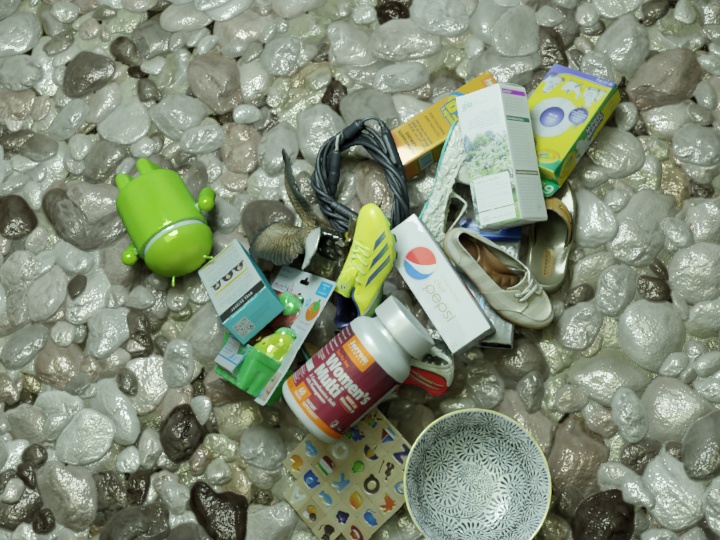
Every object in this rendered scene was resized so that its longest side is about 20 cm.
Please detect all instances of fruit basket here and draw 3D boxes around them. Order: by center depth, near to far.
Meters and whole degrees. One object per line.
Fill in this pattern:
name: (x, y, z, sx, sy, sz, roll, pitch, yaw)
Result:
fruit basket: (-0.130, 0.087, 1.456, 0.185, 0.093, 0.201, 18, 82, 60)

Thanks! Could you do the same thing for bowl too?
bowl: (0.153, 0.296, 1.368, 0.199, 0.094, 0.202, 1, 75, -4)

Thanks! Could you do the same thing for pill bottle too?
pill bottle: (-0.002, 0.133, 1.362, 0.200, 0.110, 0.110, -42, 71, 6)

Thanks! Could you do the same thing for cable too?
cable: (0.000, -0.123, 1.521, 0.163, 0.051, 0.201, -24, 82, 30)

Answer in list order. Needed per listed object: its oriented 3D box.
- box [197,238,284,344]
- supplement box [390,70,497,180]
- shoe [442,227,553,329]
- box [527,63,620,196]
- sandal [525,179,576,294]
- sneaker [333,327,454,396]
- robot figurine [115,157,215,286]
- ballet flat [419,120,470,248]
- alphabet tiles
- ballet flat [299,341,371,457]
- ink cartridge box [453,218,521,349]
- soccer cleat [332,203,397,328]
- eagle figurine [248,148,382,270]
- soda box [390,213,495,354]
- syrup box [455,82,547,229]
box: (-0.180, 0.027, 1.476, 0.082, 0.049, 0.200, -41, 29, 0)
supplement box: (0.134, -0.226, 1.548, 0.199, 0.069, 0.067, -33, 73, -2)
shoe: (0.201, 0.012, 1.421, 0.200, 0.053, 0.070, 40, 72, -5)
box: (0.290, -0.211, 1.505, 0.117, 0.048, 0.201, 27, 78, 36)
sandal: (0.280, -0.065, 1.479, 0.080, 0.054, 0.201, 3, 70, 11)
sneaker: (0.044, 0.134, 1.458, 0.199, 0.085, 0.077, 19, 35, 30)
robot figurine: (-0.307, -0.076, 1.558, 0.175, 0.116, 0.201, -34, 71, 5)
ballet flat: (0.137, -0.123, 1.501, 0.071, 0.072, 0.201, 24, 104, 16)
alphabet tiles: (-0.017, 0.292, 1.418, 0.166, 0.006, 0.200, 46, 105, 14)
ballet flat: (-0.019, 0.182, 1.463, 0.063, 0.069, 0.201, -28, 80, -8)
ink cartridge box: (0.185, 0.014, 1.484, 0.099, 0.039, 0.201, 3, 74, 12)
soccer cleat: (0.000, 0.001, 1.415, 0.083, 0.201, 0.065, -17, 41, -31)
eagle figurine: (-0.084, -0.070, 1.494, 0.199, 0.151, 0.152, 31, 66, 21)
soda box: (0.110, 0.020, 1.433, 0.068, 0.064, 0.201, -35, 75, 9)
syrup box: (0.206, -0.164, 1.450, 0.078, 0.081, 0.201, -12, 84, 40)
